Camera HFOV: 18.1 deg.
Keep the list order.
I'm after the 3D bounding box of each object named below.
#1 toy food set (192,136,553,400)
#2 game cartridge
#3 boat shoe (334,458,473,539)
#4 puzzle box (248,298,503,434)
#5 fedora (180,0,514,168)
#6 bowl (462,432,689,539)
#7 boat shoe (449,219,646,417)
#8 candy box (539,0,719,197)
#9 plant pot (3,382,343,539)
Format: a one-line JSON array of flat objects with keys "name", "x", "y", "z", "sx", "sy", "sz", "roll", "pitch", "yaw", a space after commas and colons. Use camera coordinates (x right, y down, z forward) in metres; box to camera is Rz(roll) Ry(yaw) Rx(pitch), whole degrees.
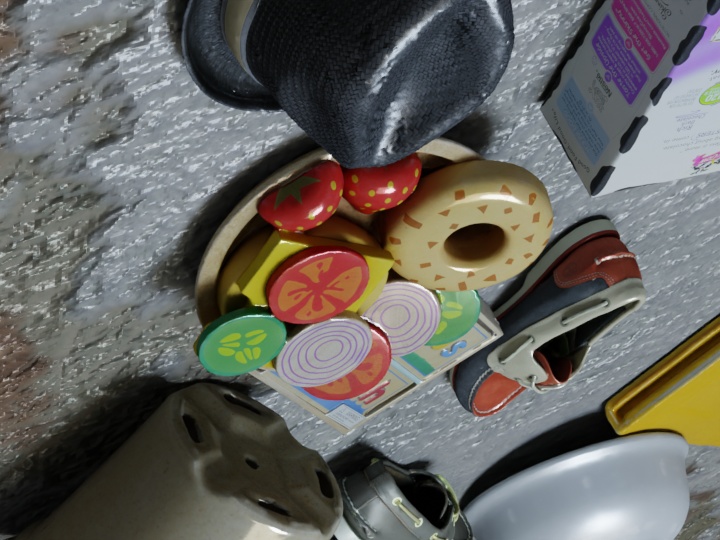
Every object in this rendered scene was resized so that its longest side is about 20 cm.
[{"name": "toy food set", "x": 0.000, "y": 0.000, "z": 1.300, "sx": 0.200, "sy": 0.049, "sz": 0.198, "roll": 9, "pitch": 131, "yaw": -37}, {"name": "game cartridge", "x": 0.310, "y": 0.079, "z": 1.813, "sx": 0.176, "sy": 0.033, "sz": 0.200, "roll": -40, "pitch": 154, "yaw": 23}, {"name": "boat shoe", "x": 0.041, "y": 0.184, "z": 1.689, "sx": 0.060, "sy": 0.072, "sz": 0.202, "roll": -37, "pitch": 154, "yaw": 15}, {"name": "puzzle box", "x": 0.004, "y": 0.039, "z": 1.440, "sx": 0.133, "sy": 0.025, "sz": 0.200, "roll": -33, "pitch": 154, "yaw": 9}, {"name": "fedora", "x": 0.011, "y": -0.116, "z": 1.081, "sx": 0.200, "sy": 0.092, "sz": 0.201, "roll": -22, "pitch": 153, "yaw": -12}, {"name": "bowl", "x": 0.188, "y": 0.212, "z": 1.831, "sx": 0.200, "sy": 0.091, "sz": 0.201, "roll": -17, "pitch": 159, "yaw": -7}, {"name": "boat shoe", "x": 0.126, "y": 0.047, "z": 1.534, "sx": 0.071, "sy": 0.063, "sz": 0.200, "roll": -8, "pitch": 150, "yaw": -38}, {"name": "candy box", "x": 0.217, "y": -0.139, "z": 1.268, "sx": 0.167, "sy": 0.072, "sz": 0.200, "roll": -12, "pitch": 150, "yaw": -30}, {"name": "plant pot", "x": -0.114, "y": 0.180, "z": 1.425, "sx": 0.200, "sy": 0.201, "sz": 0.184, "roll": 8, "pitch": 126, "yaw": -51}]
